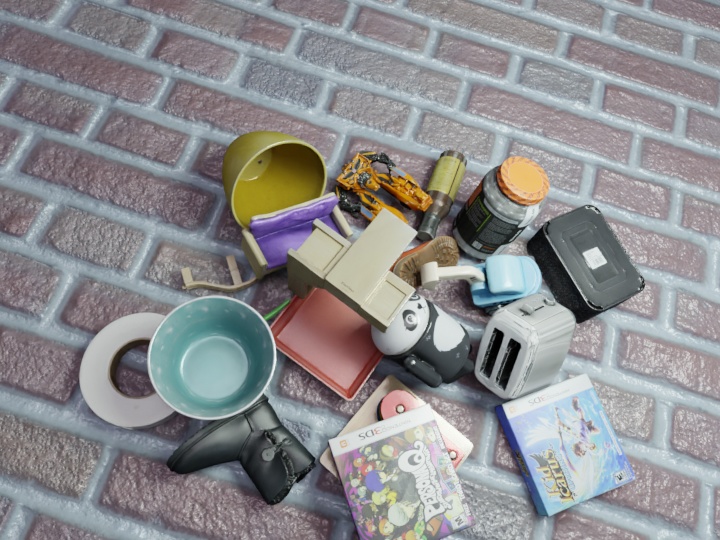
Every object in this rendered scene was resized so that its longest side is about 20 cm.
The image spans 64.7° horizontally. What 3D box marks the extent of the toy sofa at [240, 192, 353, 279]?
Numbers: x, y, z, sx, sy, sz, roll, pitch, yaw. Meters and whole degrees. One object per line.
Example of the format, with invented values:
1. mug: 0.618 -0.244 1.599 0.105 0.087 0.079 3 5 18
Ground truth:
1. toy sofa: -0.116 -0.066 1.065 0.200 0.098 0.083 -21 72 -29

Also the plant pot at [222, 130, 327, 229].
1. plant pot: -0.186 -0.189 1.093 0.200 0.200 0.142 -32 52 -17

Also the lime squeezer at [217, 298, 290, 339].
1. lime squeezer: -0.225 0.097 1.042 0.199 0.038 0.071 -6 53 4

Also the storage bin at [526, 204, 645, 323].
1. storage bin: 0.444 -0.013 1.132 0.135 0.094 0.200 -22 72 -14

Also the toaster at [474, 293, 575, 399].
1. toaster: 0.283 0.142 1.001 0.129 0.200 0.114 -10 34 -38

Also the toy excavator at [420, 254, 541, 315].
1. toy excavator: 0.228 0.013 1.053 0.194 0.200 0.100 -12 67 23

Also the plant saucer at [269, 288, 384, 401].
1. plant saucer: -0.043 0.109 1.060 0.200 0.037 0.200 35 69 8

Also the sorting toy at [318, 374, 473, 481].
1. sorting toy: 0.067 0.312 0.975 0.199 0.070 0.200 39 70 9

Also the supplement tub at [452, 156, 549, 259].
1. supplement tub: 0.267 -0.117 1.086 0.122 0.200 0.123 7 61 -13

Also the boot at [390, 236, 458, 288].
1. boot: 0.106 -0.018 1.105 0.200 0.107 0.075 -21 103 -40

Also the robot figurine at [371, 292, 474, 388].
1. robot figurine: 0.113 0.121 1.001 0.200 0.150 0.125 36 86 -24

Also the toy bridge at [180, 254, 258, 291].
1. toy bridge: -0.240 0.004 1.083 0.200 0.027 0.067 -18 73 -14

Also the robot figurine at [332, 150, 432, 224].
1. robot figurine: 0.037 -0.161 1.143 0.200 0.058 0.145 37 87 18

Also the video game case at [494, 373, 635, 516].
1. video game case: 0.366 0.309 1.023 0.181 0.045 0.200 -17 72 -11

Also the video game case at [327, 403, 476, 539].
1. video game case: 0.063 0.338 0.908 0.181 0.036 0.200 -17 71 -11

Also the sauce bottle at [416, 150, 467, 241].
1. sauce bottle: 0.163 -0.154 1.170 0.065 0.065 0.200 23 67 3

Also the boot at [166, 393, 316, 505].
1. boot: -0.193 0.319 0.939 0.200 0.076 0.168 -33 72 -23

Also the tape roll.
1. tape roll: -0.383 0.175 0.996 0.202 0.037 0.203 2 69 -6

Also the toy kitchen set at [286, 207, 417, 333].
1. toy kitchen set: 0.000 0.000 0.992 0.200 0.181 0.163 36 69 7

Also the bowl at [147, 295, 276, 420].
1. bowl: -0.243 0.154 0.947 0.200 0.105 0.201 4 67 -10
